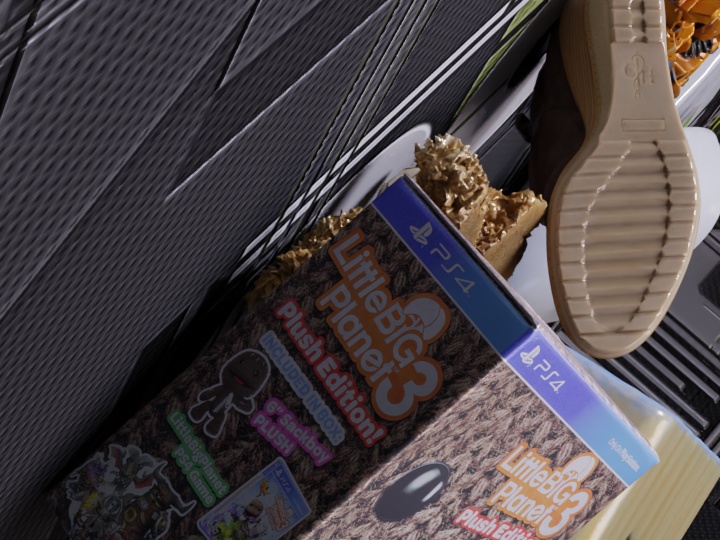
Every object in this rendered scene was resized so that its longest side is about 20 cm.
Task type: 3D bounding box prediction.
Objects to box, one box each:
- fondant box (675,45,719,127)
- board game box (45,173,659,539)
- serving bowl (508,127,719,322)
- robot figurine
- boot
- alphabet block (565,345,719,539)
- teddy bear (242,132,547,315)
[{"bbox_3d":[0.198,-0.124,1.713,0.144,0.058,0.200,-47,172,-20],"label":"fondant box"},{"bbox_3d":[0.000,0.086,1.072,0.200,0.097,0.159,-42,146,3],"label":"board game box"},{"bbox_3d":[0.154,-0.016,1.671,0.200,0.066,0.200,-23,167,-6],"label":"serving bowl"},{"bbox_3d":[0.186,-0.154,1.454,0.145,0.058,0.200,-47,172,-12],"label":"robot figurine"},{"bbox_3d":[0.117,-0.041,1.282,0.166,0.072,0.201,119,-23,-74],"label":"boot"},{"bbox_3d":[0.069,0.135,1.488,0.200,0.195,0.196,-57,156,-2],"label":"alphabet block"},{"bbox_3d":[0.000,0.000,1.151,0.200,0.067,0.145,-37,158,-35],"label":"teddy bear"}]
